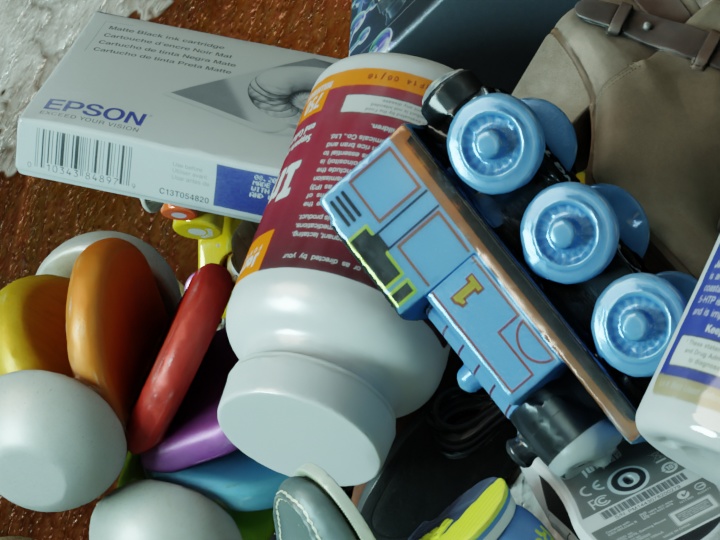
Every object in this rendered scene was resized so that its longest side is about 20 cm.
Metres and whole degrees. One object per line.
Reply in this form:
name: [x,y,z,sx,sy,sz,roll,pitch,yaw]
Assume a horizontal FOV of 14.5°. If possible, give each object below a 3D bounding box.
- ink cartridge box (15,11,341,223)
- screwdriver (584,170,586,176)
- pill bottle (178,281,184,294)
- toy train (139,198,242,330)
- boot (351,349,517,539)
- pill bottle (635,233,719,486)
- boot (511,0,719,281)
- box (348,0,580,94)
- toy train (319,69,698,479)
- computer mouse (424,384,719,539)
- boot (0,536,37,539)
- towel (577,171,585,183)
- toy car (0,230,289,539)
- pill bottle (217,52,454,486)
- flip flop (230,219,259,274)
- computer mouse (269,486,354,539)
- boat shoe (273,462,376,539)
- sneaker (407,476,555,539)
ink cartridge box: [-0.074,-0.098,1.622,0.200,0.199,0.041,-67,-14,-58]
screwdriver: [0.146,0.008,1.404,0.029,0.028,0.200,-21,41,6]
pill bottle: [-0.194,0.070,1.786,0.200,0.111,0.111,-25,44,45]
toy train: [-0.084,0.002,1.677,0.055,0.201,0.150,1,31,12]
boot: [0.019,0.038,1.502,0.200,0.068,0.189,29,91,57]
pill bottle: [0.210,0.002,1.210,0.120,0.120,0.200,12,74,60]
boot: [0.163,-0.064,1.385,0.146,0.070,0.200,-40,64,-18]
box: [0.080,-0.170,1.555,0.148,0.107,0.200,-42,26,28]
toy train: [0.078,0.005,1.298,0.114,0.087,0.200,-41,78,16]
computer mouse: [0.114,0.099,1.332,0.109,0.044,0.200,-24,34,-9]
boot: [-0.114,0.221,1.443,0.074,0.200,0.155,-47,21,-9]
towel: [0.089,-0.023,1.525,0.200,0.018,0.086,-58,28,3]
toy car: [-0.095,0.065,1.482,0.150,0.200,0.175,-31,26,32]
pill bottle: [0.000,0.000,1.408,0.113,0.113,0.200,-21,41,49]
flip flop: [-0.045,-0.017,1.628,0.081,0.057,0.200,-59,8,22]
computer mouse: [-0.082,0.159,1.592,0.200,0.053,0.139,-32,40,40]
boat shoe: [-0.015,0.190,1.328,0.062,0.201,0.073,-21,20,-24]
sneaker: [0.049,0.163,1.360,0.074,0.082,0.200,-51,3,-20]
